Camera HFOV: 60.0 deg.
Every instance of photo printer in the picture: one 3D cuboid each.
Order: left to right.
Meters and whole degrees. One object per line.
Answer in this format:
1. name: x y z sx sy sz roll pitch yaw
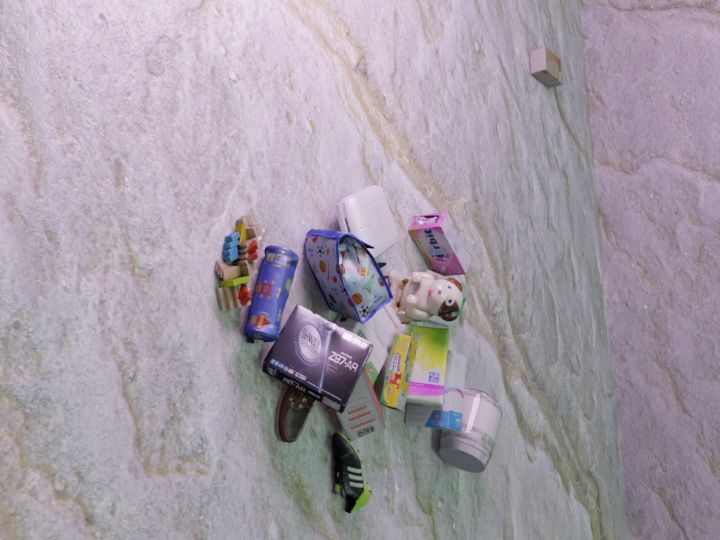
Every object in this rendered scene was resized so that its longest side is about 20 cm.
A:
1. photo printer: 0.015 -0.113 1.552 0.199 0.068 0.171 -36 108 -60

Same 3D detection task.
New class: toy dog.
1. toy dog: 0.178 0.084 1.653 0.193 0.197 0.142 39 59 -31

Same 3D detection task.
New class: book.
1. book: 0.244 0.088 1.855 0.198 0.047 0.137 18 93 -49

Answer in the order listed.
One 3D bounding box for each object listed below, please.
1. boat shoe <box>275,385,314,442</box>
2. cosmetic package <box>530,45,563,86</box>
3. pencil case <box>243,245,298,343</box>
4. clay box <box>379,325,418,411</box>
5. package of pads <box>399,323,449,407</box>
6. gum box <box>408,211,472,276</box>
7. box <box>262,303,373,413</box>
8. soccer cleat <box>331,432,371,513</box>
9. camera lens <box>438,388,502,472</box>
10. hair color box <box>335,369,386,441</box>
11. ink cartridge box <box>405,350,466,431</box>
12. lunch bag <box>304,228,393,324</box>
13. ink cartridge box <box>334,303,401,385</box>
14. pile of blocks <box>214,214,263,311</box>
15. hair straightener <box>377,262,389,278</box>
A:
1. boat shoe: -0.130 0.273 1.361 0.070 0.069 0.206 29 65 -46
2. cosmetic package: 0.790 -0.859 2.641 0.197 0.070 0.109 5 82 -51
3. pencil case: -0.185 0.053 1.306 0.087 0.076 0.206 52 46 -61
4. clay box: 0.100 0.244 1.572 0.115 0.046 0.206 50 51 -68
5. package of pads: 0.153 0.250 1.658 0.068 0.150 0.206 61 36 -72
6. gum box: 0.232 -0.078 1.819 0.202 0.111 0.067 57 47 -31
7. box: -0.089 0.187 1.340 0.162 0.196 0.044 -59 173 -34
8. soccer cleat: -0.033 0.479 1.469 0.080 0.067 0.205 -31 111 -35
9. camera lens: 0.326 0.468 1.844 0.161 0.157 0.203 50 50 -35
10. hair color box: -0.016 0.294 1.448 0.062 0.099 0.204 -109 180 -60
11. ink cartridge box: 0.209 0.330 1.723 0.084 0.142 0.206 22 70 -47
12. lunch bag: -0.035 -0.005 1.416 0.123 0.169 0.203 -38 113 -22
13. ink cartridge box: 0.007 0.162 1.532 0.148 0.083 0.202 57 46 -30
14. pile of blocks: -0.241 -0.019 1.257 0.081 0.061 0.207 19 71 -49
15. hair straightener: 0.000 0.000 1.586 0.197 0.040 0.080 -14 97 -47
